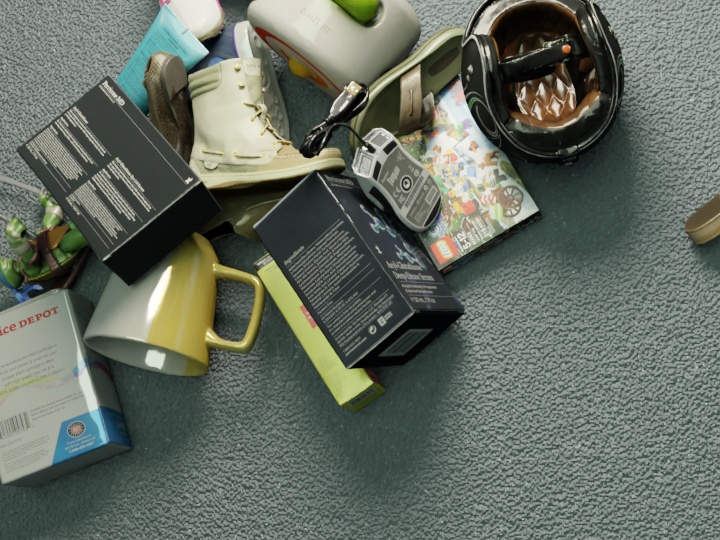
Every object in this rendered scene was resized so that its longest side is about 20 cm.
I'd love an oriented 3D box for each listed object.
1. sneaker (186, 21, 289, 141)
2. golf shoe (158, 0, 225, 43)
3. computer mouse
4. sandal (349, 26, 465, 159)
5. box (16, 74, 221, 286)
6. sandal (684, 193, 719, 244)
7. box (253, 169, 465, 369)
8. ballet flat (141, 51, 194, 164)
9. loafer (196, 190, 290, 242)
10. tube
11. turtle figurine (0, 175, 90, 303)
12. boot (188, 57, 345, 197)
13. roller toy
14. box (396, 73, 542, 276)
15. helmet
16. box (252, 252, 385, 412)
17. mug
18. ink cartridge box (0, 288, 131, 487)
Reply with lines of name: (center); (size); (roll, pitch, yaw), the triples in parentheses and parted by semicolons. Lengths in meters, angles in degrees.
sneaker: (-0.174, -0.199, 1.635); (0.146, 0.080, 0.201); (-14, 84, 24)
golf shoe: (-0.223, -0.351, 1.626); (0.072, 0.092, 0.200); (-27, 46, 4)
computer mouse: (0.017, -0.116, 1.484); (0.044, 0.200, 0.110); (4, 56, 48)
sandal: (0.062, -0.200, 1.521); (0.201, 0.080, 0.057); (-46, 54, -4)
box: (-0.275, -0.104, 1.507); (0.141, 0.079, 0.200); (-41, 62, -3)
sandal: (0.464, -0.083, 1.466); (0.211, 0.078, 0.070); (-37, 104, 11)
box: (0.000, 0.000, 1.492); (0.107, 0.148, 0.200); (-42, 72, 19)
ballet flat: (-0.230, -0.170, 1.593); (0.046, 0.201, 0.067); (13, 39, 23)
loafer: (-0.121, -0.071, 1.591); (0.199, 0.076, 0.068); (-8, 79, 20)
tube: (-0.265, -0.230, 1.617); (0.077, 0.050, 0.200); (45, 126, -4)
turtle figurine: (-0.377, -0.072, 1.613); (0.193, 0.144, 0.201); (-20, 78, 5)
boot: (-0.113, -0.169, 1.524); (0.199, 0.072, 0.156); (-5, 83, 25)
roller toy: (-0.034, -0.284, 1.558); (0.182, 0.200, 0.140); (37, 88, 40)
box: (0.105, -0.113, 1.561); (0.136, 0.038, 0.201); (-31, 73, 5)
helmet: (0.203, -0.221, 1.483); (0.199, 0.191, 0.201); (0, 107, 0)
box: (-0.048, 0.066, 1.540); (0.050, 0.075, 0.201); (-33, 72, 4)
mug: (-0.218, 0.036, 1.568); (0.186, 0.149, 0.154); (18, 71, -17)
ink cartridge box: (-0.377, 0.142, 1.596); (0.144, 0.085, 0.201); (-21, 75, 8)
